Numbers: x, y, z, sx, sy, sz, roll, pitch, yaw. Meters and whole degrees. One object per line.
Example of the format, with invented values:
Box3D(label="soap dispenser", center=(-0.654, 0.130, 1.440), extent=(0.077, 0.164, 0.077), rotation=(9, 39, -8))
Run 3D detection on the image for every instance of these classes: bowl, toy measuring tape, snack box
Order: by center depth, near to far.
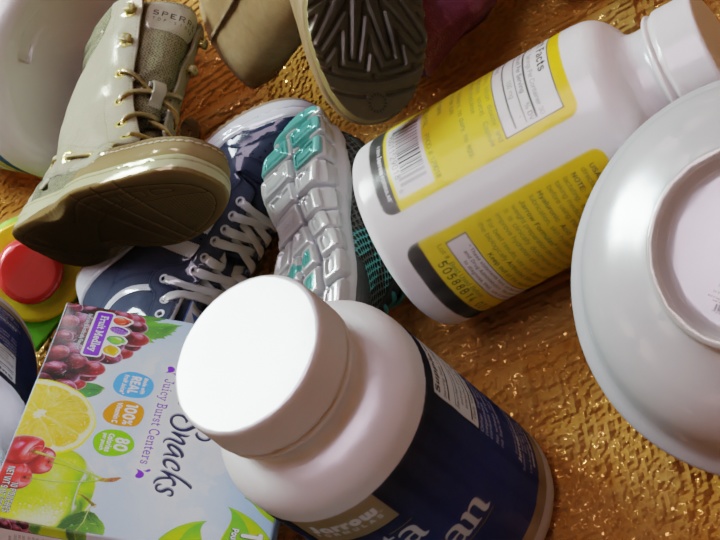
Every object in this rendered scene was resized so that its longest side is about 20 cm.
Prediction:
Box3D(label="bowl", center=(0.185, -0.005, 0.957), extent=(0.200, 0.090, 0.202), rotation=(-3, 80, 18))
Box3D(label="snack box", center=(-0.107, 0.098, 1.095), extent=(0.142, 0.053, 0.200), rotation=(11, 31, -1))
Box3D(label="toy measuring tape", center=(-0.185, -0.031, 1.327), extent=(0.200, 0.074, 0.074), rotation=(-53, 45, -2))

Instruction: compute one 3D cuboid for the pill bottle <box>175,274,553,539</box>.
Box3D(label="pill bottle", center=(0.001, 0.083, 1.019), extent=(0.111, 0.200, 0.111), rotation=(-20, 52, 27))

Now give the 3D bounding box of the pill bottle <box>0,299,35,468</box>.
Box3D(label="pill bottle", center=(-0.242, 0.089, 1.201), extent=(0.111, 0.111, 0.200), rotation=(-42, 19, 8))

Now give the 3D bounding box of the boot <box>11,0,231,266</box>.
Box3D(label="boot", center=(-0.124, -0.091, 1.222), extent=(0.200, 0.072, 0.155), rotation=(-15, 52, 55))

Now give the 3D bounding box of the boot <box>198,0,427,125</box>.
Box3D(label="boot", center=(-0.033, -0.142, 1.179), extent=(0.200, 0.066, 0.176), rotation=(145, 118, -67))

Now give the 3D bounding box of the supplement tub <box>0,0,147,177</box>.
Box3D(label="supplement tub", center=(-0.241, -0.141, 1.388), extent=(0.200, 0.145, 0.145), rotation=(12, 70, 47))

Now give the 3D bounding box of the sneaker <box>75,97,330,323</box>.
Box3D(label="sneaker", center=(-0.084, -0.006, 1.235), extent=(0.200, 0.070, 0.109), rotation=(-41, 40, 19))

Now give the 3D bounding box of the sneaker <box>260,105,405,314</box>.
Box3D(label="sneaker", center=(0.000, 0.000, 1.152), extent=(0.078, 0.091, 0.201), rotation=(-41, 38, 42))

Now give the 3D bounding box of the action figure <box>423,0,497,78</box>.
Box3D(label="action figure", center=(0.078, -0.184, 1.230), extent=(0.200, 0.149, 0.134), rotation=(-32, 76, -7))

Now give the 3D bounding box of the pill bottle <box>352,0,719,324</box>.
Box3D(label="pill bottle", center=(0.105, -0.062, 1.096), extent=(0.200, 0.111, 0.112), rotation=(-28, 49, 21))
